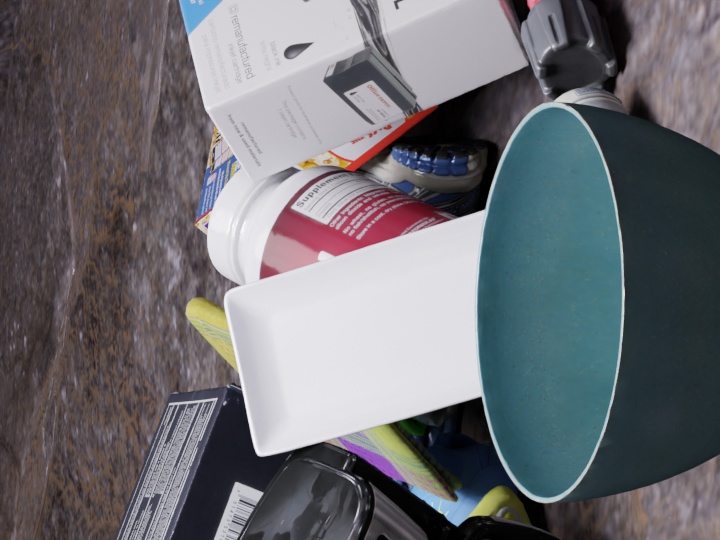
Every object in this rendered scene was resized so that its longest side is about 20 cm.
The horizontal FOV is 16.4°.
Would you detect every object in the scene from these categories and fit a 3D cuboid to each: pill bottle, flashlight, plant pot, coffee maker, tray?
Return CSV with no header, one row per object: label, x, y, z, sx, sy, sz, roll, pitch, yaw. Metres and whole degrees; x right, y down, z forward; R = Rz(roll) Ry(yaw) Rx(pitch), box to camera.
pill bottle,0.000,0.000,1.602,0.200,0.113,0.113,25,116,37
flashlight,0.110,-0.198,1.550,0.068,0.067,0.200,115,153,-44
plant pot,0.155,0.017,1.272,0.200,0.134,0.201,-178,90,-73
coffee maker,0.018,0.206,1.515,0.192,0.200,0.135,-24,38,52
tray,0.020,0.037,1.493,0.022,0.199,0.108,22,-127,-69

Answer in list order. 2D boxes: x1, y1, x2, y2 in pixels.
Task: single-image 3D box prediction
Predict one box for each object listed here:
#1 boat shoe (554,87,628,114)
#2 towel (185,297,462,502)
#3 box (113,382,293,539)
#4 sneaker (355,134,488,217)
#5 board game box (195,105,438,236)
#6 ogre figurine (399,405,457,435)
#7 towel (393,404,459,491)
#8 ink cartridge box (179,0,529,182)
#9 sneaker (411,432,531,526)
boat shoe,0.120,-0.008,1.491,0.072,0.070,0.201,-112,32,-59
towel,-0.026,0.081,1.638,0.023,0.144,0.200,-50,33,-16
box,-0.115,0.207,2.048,0.201,0.123,0.198,-69,16,-10
sneaker,0.031,-0.051,1.775,0.200,0.077,0.086,-159,65,-73
board game box,-0.028,-0.118,1.789,0.200,0.046,0.152,-36,28,28
ogre figurine,0.031,0.043,1.697,0.200,0.098,0.120,12,77,35
towel,0.017,0.105,1.843,0.200,0.048,0.112,-143,56,-68
ink cartridge box,-0.007,-0.167,1.613,0.084,0.199,0.145,58,-168,-49
sneaker,0.059,0.172,1.680,0.200,0.076,0.105,-35,45,54
